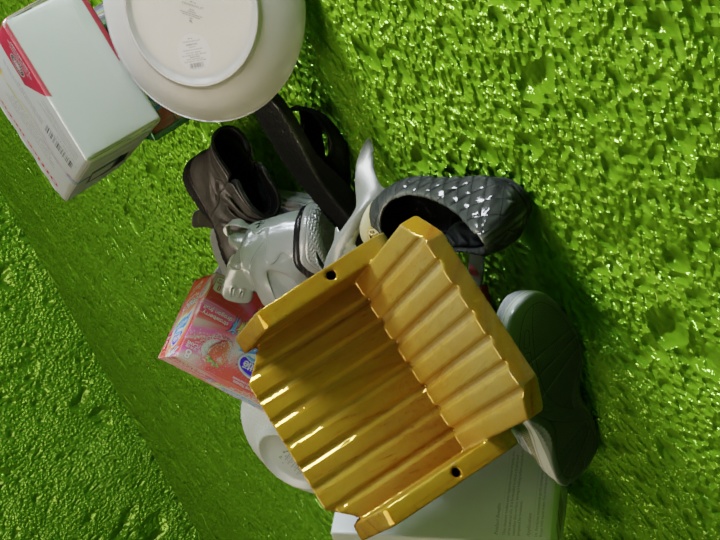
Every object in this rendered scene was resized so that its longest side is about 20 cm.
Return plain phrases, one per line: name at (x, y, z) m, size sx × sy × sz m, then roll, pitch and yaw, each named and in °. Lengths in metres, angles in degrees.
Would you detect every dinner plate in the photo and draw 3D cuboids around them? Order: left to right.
dinner plate at (-0.139, -0.223, 1.055) m, size 0.198 × 0.024 × 0.202 m, roll 9°, pitch 112°, yaw 23°

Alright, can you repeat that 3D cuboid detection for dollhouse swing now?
dollhouse swing at (0.016, 0.085, 0.967) m, size 0.201 × 0.181 × 0.176 m, roll 57°, pitch 174°, yaw 6°

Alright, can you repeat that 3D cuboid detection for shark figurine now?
shark figurine at (-0.013, -0.007, 1.142) m, size 0.090 × 0.127 × 0.216 m, roll 52°, pitch 161°, yaw 39°

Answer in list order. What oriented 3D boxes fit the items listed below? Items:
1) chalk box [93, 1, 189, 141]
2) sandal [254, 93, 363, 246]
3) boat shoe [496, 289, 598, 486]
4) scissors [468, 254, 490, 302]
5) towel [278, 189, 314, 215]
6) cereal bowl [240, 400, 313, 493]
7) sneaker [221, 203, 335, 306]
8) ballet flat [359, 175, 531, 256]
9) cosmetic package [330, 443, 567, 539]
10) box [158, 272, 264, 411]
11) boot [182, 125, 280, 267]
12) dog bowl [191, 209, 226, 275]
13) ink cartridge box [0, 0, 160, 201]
chalk box at (-0.200, -0.212, 1.242) m, size 0.200 × 0.124 × 0.125 m, roll 20°, pitch 139°, yaw 60°
sandal at (-0.035, -0.102, 1.162) m, size 0.075 × 0.048 × 0.201 m, roll 25°, pitch 156°, yaw 53°
boat shoe at (0.139, 0.092, 1.009) m, size 0.065 × 0.074 × 0.203 m, roll 27°, pitch 153°, yaw 43°
scissors at (0.092, 0.003, 1.062) m, size 0.073 × 0.014 × 0.201 m, roll 40°, pitch 156°, yaw 41°
towel at (-0.035, 0.003, 1.345) m, size 0.147 × 0.024 × 0.201 m, roll 17°, pitch 138°, yaw 61°
cereal bowl at (-0.066, 0.205, 1.536) m, size 0.199 × 0.083 × 0.201 m, roll 20°, pitch 136°, yaw 20°
sneaker at (-0.070, 0.030, 1.263) m, size 0.114 × 0.075 × 0.202 m, roll -3°, pitch 116°, yaw 16°
ballet flat at (0.054, -0.039, 0.985) m, size 0.199 × 0.057 × 0.067 m, roll -8°, pitch 114°, yaw 57°
cosmetic package at (0.081, 0.219, 1.135) m, size 0.198 × 0.113 × 0.082 m, roll 1°, pitch 134°, yaw 17°
box at (-0.104, 0.095, 1.361) m, size 0.199 × 0.103 × 0.095 m, roll 28°, pitch 165°, yaw -17°
boot at (-0.111, -0.048, 1.309) m, size 0.201 × 0.070 × 0.131 m, roll 52°, pitch 158°, yaw -9°
dog bowl at (-0.120, 0.000, 1.484) m, size 0.200 × 0.058 × 0.201 m, roll 46°, pitch 158°, yaw 25°
ink cartridge box at (-0.277, -0.163, 1.193) m, size 0.148 × 0.085 × 0.200 m, roll 58°, pitch 161°, yaw -6°
